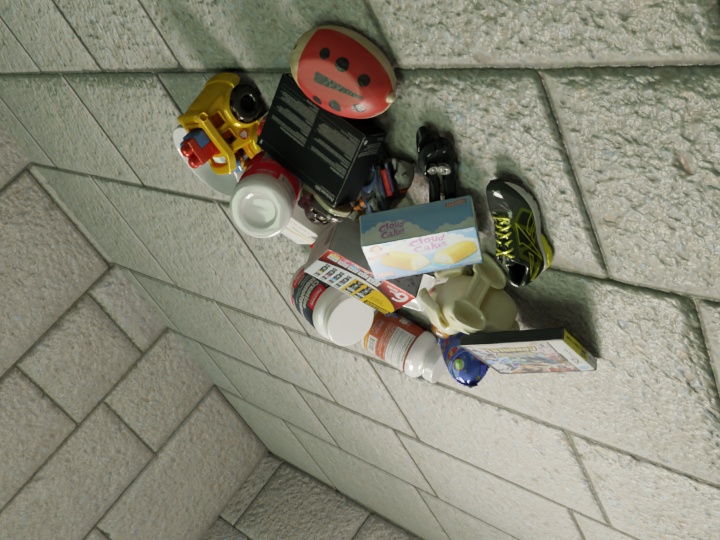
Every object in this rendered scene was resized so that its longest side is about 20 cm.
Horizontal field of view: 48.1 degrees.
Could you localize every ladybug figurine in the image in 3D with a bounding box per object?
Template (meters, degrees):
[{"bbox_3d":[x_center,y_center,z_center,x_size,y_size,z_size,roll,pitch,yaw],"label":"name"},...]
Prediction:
[{"bbox_3d":[-0.033,-0.308,1.275,0.197,0.072,0.138,25,127,20],"label":"ladybug figurine"}]

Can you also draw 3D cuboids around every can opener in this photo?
[{"bbox_3d":[0.136,-0.153,1.357,0.062,0.080,0.201,-10,142,10],"label":"can opener"}]

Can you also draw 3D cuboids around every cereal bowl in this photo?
[{"bbox_3d":[-0.320,-0.267,1.807,0.198,0.084,0.201,34,155,18],"label":"cereal bowl"}]

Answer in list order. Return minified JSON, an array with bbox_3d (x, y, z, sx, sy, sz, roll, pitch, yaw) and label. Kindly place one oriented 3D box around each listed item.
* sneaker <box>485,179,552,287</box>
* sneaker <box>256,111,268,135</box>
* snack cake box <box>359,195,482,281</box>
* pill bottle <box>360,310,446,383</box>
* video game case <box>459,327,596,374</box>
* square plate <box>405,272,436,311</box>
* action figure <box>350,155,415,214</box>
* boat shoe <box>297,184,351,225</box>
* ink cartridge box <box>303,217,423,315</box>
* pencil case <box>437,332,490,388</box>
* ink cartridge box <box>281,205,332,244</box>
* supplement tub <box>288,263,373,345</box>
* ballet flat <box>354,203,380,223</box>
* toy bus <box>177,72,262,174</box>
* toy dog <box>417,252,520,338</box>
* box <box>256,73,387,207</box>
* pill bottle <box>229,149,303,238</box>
[{"bbox_3d":[0.249,-0.056,1.299,0.074,0.085,0.201,8,140,50],"label":"sneaker"},{"bbox_3d":[-0.123,-0.222,1.575,0.200,0.085,0.077,45,165,-4],"label":"sneaker"},{"bbox_3d":[0.106,-0.054,1.397,0.196,0.068,0.116,-10,148,11],"label":"snack cake box"},{"bbox_3d":[0.107,0.176,1.872,0.198,0.113,0.113,28,153,27],"label":"pill bottle"},{"bbox_3d":[0.308,0.151,1.474,0.197,0.026,0.180,-8,153,34],"label":"video game case"},{"bbox_3d":[0.057,0.015,1.710,0.196,0.029,0.199,18,158,4],"label":"square plate"},{"bbox_3d":[0.022,-0.185,1.462,0.191,0.104,0.204,3,107,46],"label":"action figure"},{"bbox_3d":[-0.071,-0.115,1.474,0.071,0.066,0.200,16,-167,-26],"label":"boat shoe"},{"bbox_3d":[0.000,0.000,1.582,0.197,0.085,0.175,28,152,-14],"label":"ink cartridge box"},{"bbox_3d":[0.208,0.163,1.634,0.085,0.080,0.200,12,-165,-5],"label":"pencil case"},{"bbox_3d":[-0.137,-0.127,1.690,0.144,0.089,0.199,33,167,-22],"label":"ink cartridge box"},{"bbox_3d":[-0.070,0.074,1.881,0.199,0.140,0.141,38,162,50],"label":"supplement tub"},{"bbox_3d":[0.006,-0.073,1.662,0.070,0.065,0.201,40,155,11],"label":"ballet flat"},{"bbox_3d":[-0.270,-0.260,1.612,0.134,0.193,0.201,6,141,49],"label":"toy bus"},{"bbox_3d":[0.201,0.064,1.547,0.192,0.142,0.199,29,163,-22],"label":"toy dog"},{"bbox_3d":[-0.071,-0.229,1.400,0.199,0.078,0.143,40,119,20],"label":"box"},{"bbox_3d":[-0.163,-0.152,1.463,0.110,0.201,0.114,3,120,5],"label":"pill bottle"}]
